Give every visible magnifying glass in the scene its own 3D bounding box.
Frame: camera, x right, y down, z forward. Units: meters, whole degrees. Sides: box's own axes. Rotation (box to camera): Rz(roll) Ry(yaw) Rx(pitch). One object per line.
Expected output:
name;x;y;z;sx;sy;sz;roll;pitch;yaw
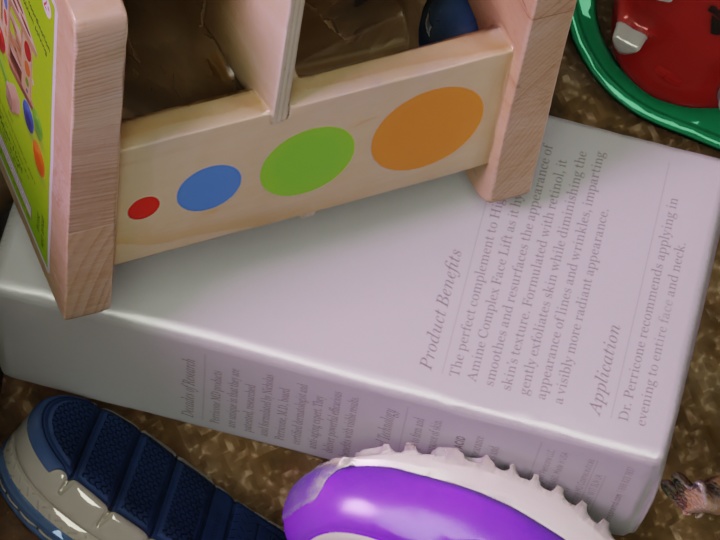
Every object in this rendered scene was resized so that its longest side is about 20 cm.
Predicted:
magnifying glass;0.141;-0.042;0.849;0.080;0.022;0.200;-42;87;2

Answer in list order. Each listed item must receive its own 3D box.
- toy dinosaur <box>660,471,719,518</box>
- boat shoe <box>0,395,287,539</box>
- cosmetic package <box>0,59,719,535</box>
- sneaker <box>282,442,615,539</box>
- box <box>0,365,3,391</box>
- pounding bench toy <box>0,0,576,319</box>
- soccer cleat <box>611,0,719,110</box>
toy dinosaur;0.166;0.048;0.808;0.135;0.086;0.200;-37;116;-29
boat shoe;-0.036;0.121;0.836;0.200;0.072;0.072;39;114;-6
cosmetic package;0.000;0.000;0.814;0.199;0.074;0.102;15;66;4
sneaker;0.055;0.134;0.790;0.200;0.070;0.100;36;52;-10
box;-0.198;0.012;0.749;0.164;0.200;0.166;-11;115;3
pounding bench toy;-0.039;-0.118;0.761;0.155;0.124;0.200;-16;58;-18
soccer cleat;0.132;-0.123;0.777;0.068;0.200;0.085;27;48;-2
